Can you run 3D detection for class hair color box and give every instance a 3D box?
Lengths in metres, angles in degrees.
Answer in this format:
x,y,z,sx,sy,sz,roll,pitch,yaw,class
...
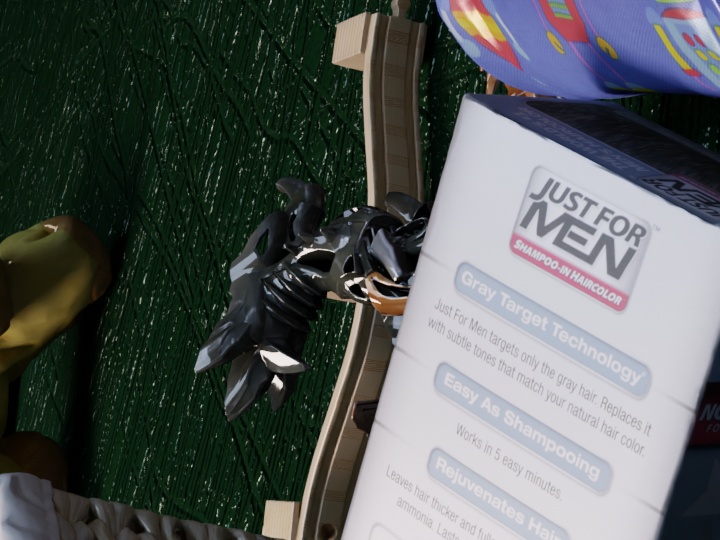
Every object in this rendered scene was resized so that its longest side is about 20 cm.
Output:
x,y,z,sx,sy,sz,roll,pitch,yaw,class
0.050,0.067,0.701,0.099,0.060,0.201,31,113,43,hair color box

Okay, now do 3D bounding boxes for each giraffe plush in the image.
x,y,z,sx,sy,sz,roll,pitch,yaw,class
-0.208,0.083,1.461,0.173,0.199,0.163,-34,77,62,giraffe plush

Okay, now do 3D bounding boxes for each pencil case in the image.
x,y,z,sx,sy,sz,roll,pitch,yaw,class
0.085,-0.080,0.697,0.200,0.087,0.078,-164,59,-73,pencil case

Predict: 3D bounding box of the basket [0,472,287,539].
x,y,z,sx,sy,sz,roll,pitch,yaw,class
-0.052,0.201,0.842,0.200,0.160,0.199,-108,32,-58,basket

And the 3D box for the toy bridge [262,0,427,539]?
x,y,z,sx,sy,sz,roll,pitch,yaw,class
0.000,0.000,1.014,0.067,0.027,0.201,172,108,-69,toy bridge

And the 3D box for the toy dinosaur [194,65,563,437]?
x,y,z,sx,sy,sz,roll,pitch,yaw,class
0.041,0.007,0.811,0.135,0.102,0.201,-11,53,46,toy dinosaur
